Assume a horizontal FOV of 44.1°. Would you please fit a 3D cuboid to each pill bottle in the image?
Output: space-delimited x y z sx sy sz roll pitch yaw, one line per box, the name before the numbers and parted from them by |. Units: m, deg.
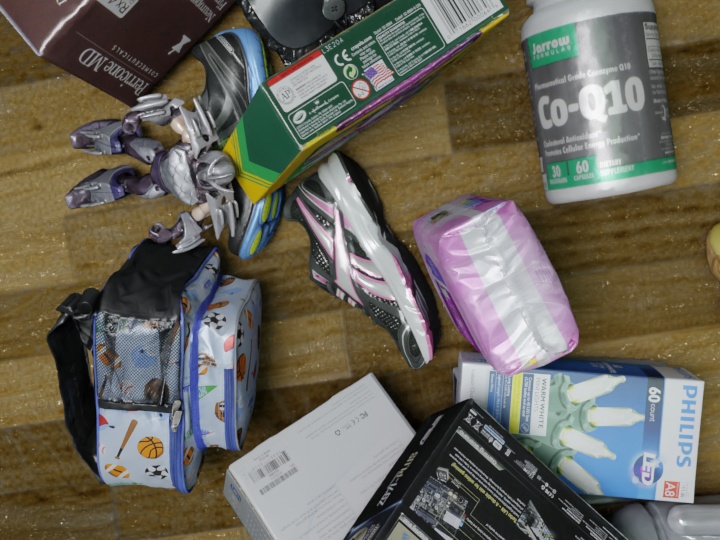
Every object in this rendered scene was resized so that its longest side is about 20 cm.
pill bottle | 0.195 -0.164 0.745 0.111 0.113 0.204 -10 93 4

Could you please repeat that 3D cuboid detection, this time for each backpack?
backpack | -0.160 0.086 0.757 0.151 0.200 0.194 13 108 3

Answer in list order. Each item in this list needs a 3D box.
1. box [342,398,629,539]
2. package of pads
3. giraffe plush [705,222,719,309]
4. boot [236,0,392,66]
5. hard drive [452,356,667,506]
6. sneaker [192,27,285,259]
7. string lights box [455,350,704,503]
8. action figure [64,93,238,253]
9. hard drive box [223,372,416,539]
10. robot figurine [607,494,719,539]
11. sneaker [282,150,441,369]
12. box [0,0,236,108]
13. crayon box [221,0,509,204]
box | 0.096 0.227 0.658 0.199 0.086 0.164 41 64 -3
package of pads | 0.102 0.005 0.720 0.075 0.200 0.122 -25 96 0
giraffe plush | 0.401 -0.015 0.719 0.196 0.162 0.176 -13 93 5
boot | -0.031 -0.262 0.724 0.166 0.201 0.077 -31 52 2
hard drive | 0.183 0.149 0.804 0.196 0.042 0.138 -1 94 3
sneaker | -0.113 -0.111 0.792 0.081 0.071 0.204 -6 89 8
string lights box | 0.179 0.130 0.752 0.196 0.059 0.105 3 95 4
action figure | -0.172 -0.083 0.748 0.198 0.069 0.133 9 110 41
hard drive box | 0.002 0.215 0.741 0.154 0.077 0.201 -29 70 -25
robot figurine | 0.290 0.255 0.769 0.196 0.114 0.172 -6 128 2
sneaker | 0.000 0.000 0.797 0.085 0.080 0.202 -29 84 17
box | -0.199 -0.276 0.720 0.200 0.166 0.165 -44 81 6
crayon box | -0.004 -0.144 0.696 0.199 0.172 0.059 -36 95 -20
